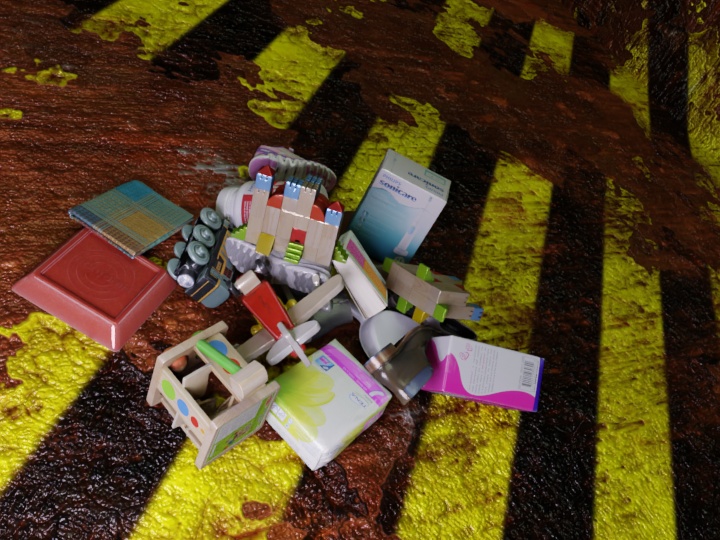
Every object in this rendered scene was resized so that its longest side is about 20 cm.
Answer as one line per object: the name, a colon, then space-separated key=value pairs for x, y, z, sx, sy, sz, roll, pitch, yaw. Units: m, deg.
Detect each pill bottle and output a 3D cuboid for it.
pill bottle: x=-0.167 y=-0.113 z=1.468 sx=0.198 sy=0.113 sz=0.113 roll=3 pitch=34 yaw=20

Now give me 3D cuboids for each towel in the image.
towel: x=-0.408 y=-0.096 z=1.393 sx=0.146 sy=0.022 sz=0.200 roll=32 pitch=29 yaw=5

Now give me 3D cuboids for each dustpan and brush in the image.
dustpan and brush: x=0.032 y=0.108 z=1.472 sx=0.200 sy=0.057 sz=0.139 roll=46 pitch=48 yaw=8

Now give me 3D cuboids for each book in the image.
book: x=0.000 y=0.000 z=1.460 sx=0.134 sy=0.048 sz=0.200 roll=57 pitch=10 yaw=-8

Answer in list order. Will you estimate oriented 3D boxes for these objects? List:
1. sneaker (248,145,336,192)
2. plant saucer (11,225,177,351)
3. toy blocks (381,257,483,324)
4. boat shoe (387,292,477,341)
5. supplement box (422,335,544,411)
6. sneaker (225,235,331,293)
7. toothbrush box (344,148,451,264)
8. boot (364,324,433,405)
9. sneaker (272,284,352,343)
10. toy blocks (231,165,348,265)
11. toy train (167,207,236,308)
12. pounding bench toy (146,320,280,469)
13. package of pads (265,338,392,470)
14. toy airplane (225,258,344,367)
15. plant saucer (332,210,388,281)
sneaker: x=-0.148 y=-0.227 z=1.688 sx=0.198 sy=0.081 sz=0.089 roll=12 pitch=35 yaw=-21
plant saucer: x=-0.429 y=0.014 z=1.280 sx=0.198 sy=0.037 sz=0.201 roll=31 pitch=38 yaw=0
toy blocks: x=0.147 y=0.040 z=1.475 sx=0.136 sy=0.101 sz=0.199 roll=7 pitch=16 yaw=-38
boat shoe: x=0.147 y=0.096 z=1.532 sx=0.199 sy=0.074 sz=0.075 roll=32 pitch=39 yaw=1
supplement box: x=0.224 y=0.191 z=1.430 sx=0.198 sy=0.103 sz=0.102 roll=16 pitch=78 yaw=-20
sneaker: x=-0.142 y=-0.021 z=1.372 sx=0.198 sy=0.075 sz=0.082 roll=21 pitch=44 yaw=-1
toothbrush box: x=0.071 y=-0.119 z=1.559 sx=0.145 sy=0.201 sz=0.086 roll=25 pitch=39 yaw=-5
boot: x=0.090 y=0.165 z=1.365 sx=0.097 sy=0.075 sz=0.199 roll=51 pitch=36 yaw=11
sneaker: x=-0.096 y=0.032 z=1.423 sx=0.105 sy=0.075 sz=0.201 roll=-19 pitch=67 yaw=-19
toy blocks: x=-0.104 y=-0.098 z=1.290 sx=0.198 sy=0.138 sz=0.100 roll=17 pitch=28 yaw=1
toy train: x=-0.271 y=-0.026 z=1.386 sx=0.114 sy=0.085 sz=0.201 roll=41 pitch=30 yaw=-25
pounding bench toy: x=-0.214 y=0.154 z=1.129 sx=0.124 sy=0.201 sz=0.156 roll=-29 pitch=67 yaw=-40
package of pads: x=-0.057 y=0.219 z=1.276 sx=0.154 sy=0.069 sz=0.199 roll=43 pitch=41 yaw=16
toy airplane: x=-0.132 y=0.091 z=1.281 sx=0.197 sy=0.142 sz=0.201 roll=1 pitch=58 yaw=17
plant saucer: x=0.003 y=-0.060 z=1.638 sx=0.198 sy=0.035 sz=0.202 roll=19 pitch=40 yaw=-16
